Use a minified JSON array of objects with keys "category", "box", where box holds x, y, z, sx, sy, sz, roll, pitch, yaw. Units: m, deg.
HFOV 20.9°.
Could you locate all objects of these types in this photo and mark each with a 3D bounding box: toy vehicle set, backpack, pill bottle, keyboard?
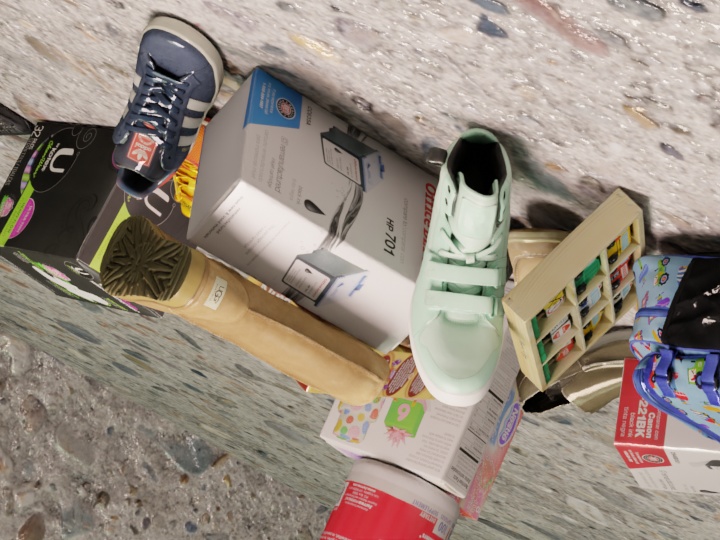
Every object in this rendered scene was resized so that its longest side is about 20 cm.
[{"category":"toy vehicle set","box":[0.172,0.020,1.540,0.027,0.124,0.200,45,174,20]},{"category":"backpack","box":[0.286,0.064,1.489,0.182,0.135,0.199,32,166,-28]},{"category":"pill bottle","box":[0.006,0.287,1.816,0.111,0.201,0.112,23,168,5]},{"category":"keyboard","box":[-0.440,-0.174,2.116,0.127,0.021,0.199,33,164,-31]}]

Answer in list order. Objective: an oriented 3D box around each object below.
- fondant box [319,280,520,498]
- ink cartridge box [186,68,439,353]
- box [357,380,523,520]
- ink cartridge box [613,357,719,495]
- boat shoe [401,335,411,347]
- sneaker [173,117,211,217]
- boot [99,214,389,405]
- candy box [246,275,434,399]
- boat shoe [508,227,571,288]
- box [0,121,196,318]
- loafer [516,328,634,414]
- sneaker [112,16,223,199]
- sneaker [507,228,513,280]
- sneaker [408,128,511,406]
[{"category":"fondant box","box":[0.068,0.096,1.850,0.143,0.201,0.058,16,164,34]},{"category":"ink cartridge box","box":[-0.031,-0.047,1.572,0.199,0.147,0.086,29,128,-21]},{"category":"box","box":[0.096,0.128,1.923,0.102,0.201,0.095,12,160,39]},{"category":"ink cartridge box","box":[0.335,0.143,1.710,0.198,0.084,0.144,3,159,20]},{"category":"boat shoe","box":[0.000,0.000,1.711,0.199,0.072,0.076,34,-178,-4]},{"category":"sneaker","box":[-0.140,-0.089,1.786,0.072,0.078,0.200,21,165,20]},{"category":"boot","box":[-0.097,0.037,1.561,0.199,0.067,0.175,29,179,-32]},{"category":"candy box","box":[-0.010,0.057,1.734,0.117,0.057,0.199,44,-159,31]},{"category":"boat shoe","box":[0.163,0.017,1.641,0.071,0.066,0.200,4,163,15]},{"category":"box","box":[-0.266,-0.054,1.983,0.199,0.149,0.124,10,159,48]},{"category":"loafer","box":[0.227,0.104,1.831,0.199,0.070,0.075,-10,146,44]},{"category":"sneaker","box":[-0.166,-0.126,1.609,0.074,0.085,0.200,26,151,6]},{"category":"sneaker","box":[0.082,-0.007,1.723,0.090,0.076,0.200,36,162,-4]},{"category":"sneaker","box":[0.075,-0.007,1.468,0.073,0.202,0.118,3,159,2]}]
